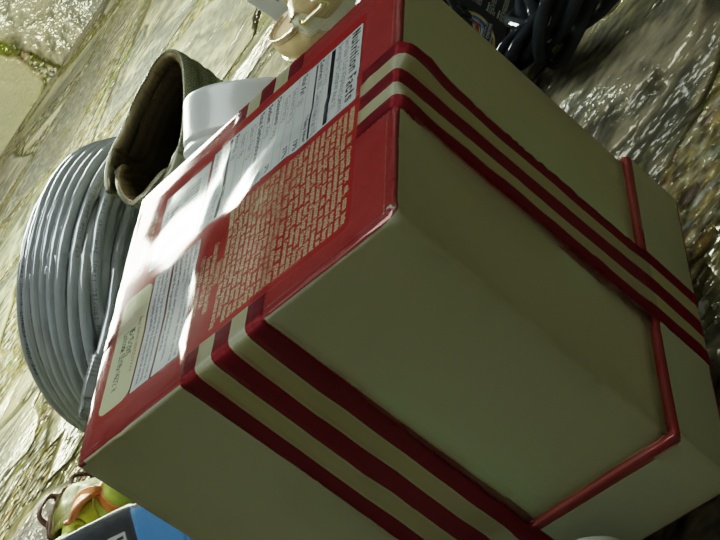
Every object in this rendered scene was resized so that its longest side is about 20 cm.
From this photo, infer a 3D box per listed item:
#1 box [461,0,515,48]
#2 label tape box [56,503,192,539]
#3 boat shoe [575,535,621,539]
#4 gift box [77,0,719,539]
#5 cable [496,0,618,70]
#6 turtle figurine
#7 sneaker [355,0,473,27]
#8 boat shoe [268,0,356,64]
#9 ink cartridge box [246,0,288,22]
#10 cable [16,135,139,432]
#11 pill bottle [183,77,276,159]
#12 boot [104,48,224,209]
[{"bbox_3d":[0.037,-0.146,1.010,0.160,0.044,0.200,-32,33,52],"label":"box"},{"bbox_3d":[-0.099,0.184,0.650,0.200,0.063,0.145,-28,72,31],"label":"label tape box"},{"bbox_3d":[0.039,0.181,0.515,0.201,0.070,0.072,-52,40,12],"label":"boat shoe"},{"bbox_3d":[0.016,0.030,0.589,0.200,0.187,0.185,-37,29,33],"label":"gift box"},{"bbox_3d":[0.133,-0.195,0.845,0.200,0.051,0.163,-52,21,18],"label":"cable"},{"bbox_3d":[-0.183,0.172,0.985,0.161,0.064,0.200,-45,5,48],"label":"turtle figurine"},{"bbox_3d":[0.041,-0.078,0.838,0.200,0.077,0.086,-109,34,-40],"label":"sneaker"},{"bbox_3d":[-0.018,-0.202,1.054,0.200,0.069,0.074,-24,38,57],"label":"boat shoe"},{"bbox_3d":[-0.032,-0.258,1.146,0.200,0.173,0.044,-31,33,52],"label":"ink cartridge box"},{"bbox_3d":[-0.128,0.013,0.957,0.069,0.200,0.201,-3,82,29],"label":"cable"},{"bbox_3d":[-0.044,0.014,0.739,0.112,0.112,0.201,-18,73,61],"label":"pill bottle"},{"bbox_3d":[-0.083,-0.015,0.896,0.072,0.155,0.201,3,79,38],"label":"boot"}]
